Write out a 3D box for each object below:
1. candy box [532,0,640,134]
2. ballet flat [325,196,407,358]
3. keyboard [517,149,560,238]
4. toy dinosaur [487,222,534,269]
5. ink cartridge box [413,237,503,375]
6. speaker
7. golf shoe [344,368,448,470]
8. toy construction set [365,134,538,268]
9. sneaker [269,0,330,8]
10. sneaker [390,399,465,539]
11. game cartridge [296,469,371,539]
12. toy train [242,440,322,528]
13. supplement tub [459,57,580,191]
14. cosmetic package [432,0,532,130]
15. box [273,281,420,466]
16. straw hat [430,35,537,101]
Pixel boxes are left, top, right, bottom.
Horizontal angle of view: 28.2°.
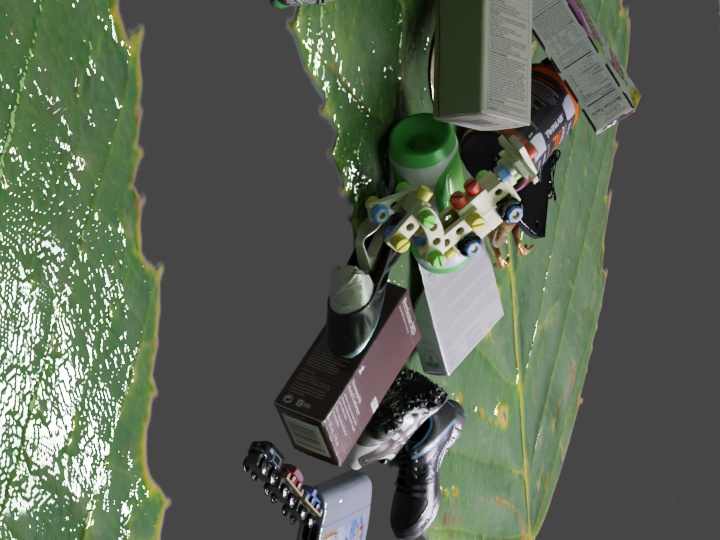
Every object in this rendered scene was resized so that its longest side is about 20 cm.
[{"bbox_3d":[0.273,-0.278,1.795,0.201,0.061,0.136,57,19,-5],"label":"candy box"},{"bbox_3d":[0.000,0.000,1.629,0.069,0.067,0.201,56,46,-46],"label":"ballet flat"},{"bbox_3d":[0.231,-0.133,1.951,0.104,0.039,0.202,38,52,-43],"label":"keyboard"},{"bbox_3d":[0.184,-0.053,1.906,0.107,0.060,0.201,62,22,-25],"label":"toy dinosaur"},{"bbox_3d":[0.115,0.012,1.885,0.161,0.050,0.202,-42,123,-44],"label":"ink cartridge box"},{"bbox_3d":[0.086,-0.088,1.700,0.089,0.088,0.201,-53,147,-30],"label":"speaker"},{"bbox_3d":[0.038,0.189,1.819,0.199,0.078,0.095,-20,141,-55],"label":"golf shoe"},{"bbox_3d":[0.115,-0.080,1.601,0.199,0.093,0.131,-30,131,12],"label":"toy construction set"},{"bbox_3d":[-0.020,-0.296,1.374,0.200,0.085,0.079,-33,135,-50],"label":"sneaker"},{"bbox_3d":[0.073,0.263,1.934,0.082,0.073,0.202,26,78,-46],"label":"sneaker"},{"bbox_3d":[-0.040,0.356,1.801,0.133,0.041,0.202,-9,114,-56],"label":"game cartridge"},{"bbox_3d":[-0.087,0.245,1.649,0.200,0.034,0.046,61,41,-55],"label":"toy train"},{"bbox_3d":[0.217,-0.197,1.855,0.200,0.106,0.108,-49,146,-36],"label":"supplement tub"},{"bbox_3d":[0.140,-0.267,1.627,0.103,0.073,0.202,7,82,-50],"label":"cosmetic package"},{"bbox_3d":[-0.012,0.114,1.662,0.201,0.074,0.101,-58,150,-28],"label":"box"},{"bbox_3d":[0.170,-0.264,1.747,0.201,0.084,0.203,-41,141,-45],"label":"straw hat"}]
